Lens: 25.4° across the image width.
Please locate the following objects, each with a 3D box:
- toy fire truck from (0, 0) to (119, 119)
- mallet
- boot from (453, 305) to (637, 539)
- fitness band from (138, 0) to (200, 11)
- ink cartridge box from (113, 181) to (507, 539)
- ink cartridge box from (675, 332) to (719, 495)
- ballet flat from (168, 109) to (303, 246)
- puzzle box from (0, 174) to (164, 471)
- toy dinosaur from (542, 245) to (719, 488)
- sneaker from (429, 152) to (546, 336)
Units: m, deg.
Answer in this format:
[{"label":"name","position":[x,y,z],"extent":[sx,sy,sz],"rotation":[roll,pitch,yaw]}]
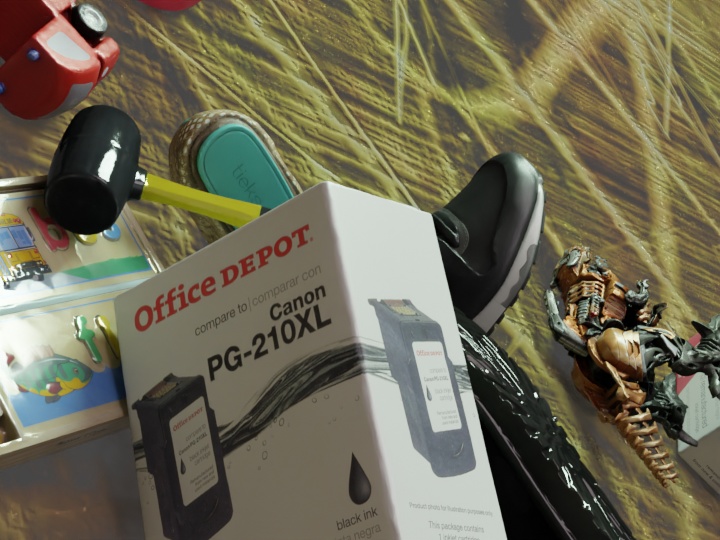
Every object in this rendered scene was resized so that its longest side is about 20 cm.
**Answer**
[{"label":"toy fire truck","position":[-0.222,-0.149,0.805],"extent":[0.200,0.049,0.141],"rotation":[49,29,-10]},{"label":"mallet","position":[-0.058,-0.034,0.805],"extent":[0.198,0.041,0.066],"rotation":[12,39,-15]},{"label":"boot","position":[0.033,0.128,0.773],"extent":[0.212,0.158,0.079],"rotation":[56,13,21]},{"label":"fitness band","position":[-0.142,-0.249,1.050],"extent":[0.144,0.037,0.201],"rotation":[43,31,-24]},{"label":"ink cartridge box","position":[-0.024,0.082,0.712],"extent":[0.084,0.144,0.202],"rotation":[16,55,-49]},{"label":"ink cartridge box","position":[0.345,0.074,1.240],"extent":[0.085,0.200,0.146],"rotation":[42,30,-18]},{"label":"ballet flat","position":[-0.044,-0.006,0.884],"extent":[0.065,0.070,0.201],"rotation":[27,-33,60]},{"label":"puzzle box","position":[-0.156,0.019,0.743],"extent":[0.134,0.025,0.200],"rotation":[58,29,10]},{"label":"toy dinosaur","position":[0.193,0.071,1.164],"extent":[0.135,0.102,0.202],"rotation":[16,62,-27]},{"label":"sneaker","position":[0.018,0.014,0.842],"extent":[0.087,0.201,0.076],"rotation":[33,0,-24]}]
